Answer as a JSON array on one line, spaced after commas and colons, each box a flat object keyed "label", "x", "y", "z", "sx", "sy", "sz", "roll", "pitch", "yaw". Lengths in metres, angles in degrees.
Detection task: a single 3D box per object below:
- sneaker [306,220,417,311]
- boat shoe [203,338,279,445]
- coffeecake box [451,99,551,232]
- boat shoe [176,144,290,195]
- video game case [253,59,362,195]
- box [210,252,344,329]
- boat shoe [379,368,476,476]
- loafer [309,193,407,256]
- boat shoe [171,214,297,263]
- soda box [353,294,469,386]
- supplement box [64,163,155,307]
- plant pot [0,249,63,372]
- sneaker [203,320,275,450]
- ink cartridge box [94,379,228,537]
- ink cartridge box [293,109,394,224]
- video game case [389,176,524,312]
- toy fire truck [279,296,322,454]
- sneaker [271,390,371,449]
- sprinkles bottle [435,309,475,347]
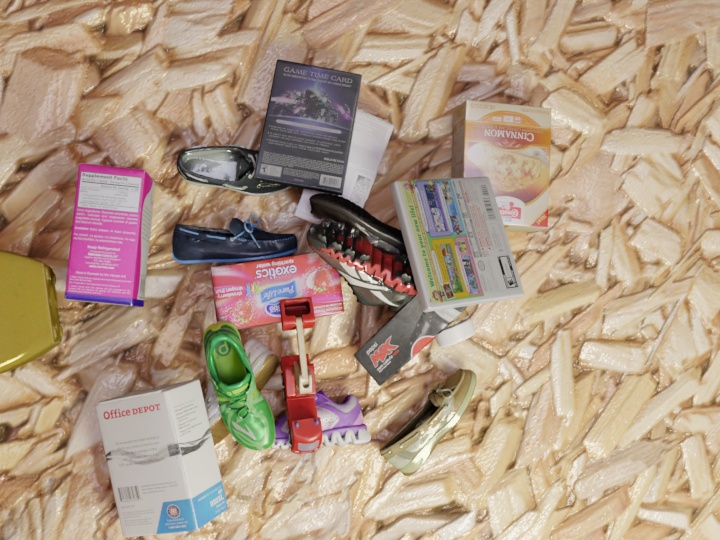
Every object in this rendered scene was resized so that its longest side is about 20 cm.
[{"label": "sneaker", "x": 0.000, "y": 0.000, "z": 1.051, "sx": 0.198, "sy": 0.071, "sz": 0.098, "roll": 26, "pitch": 128, "yaw": -14}, {"label": "boat shoe", "x": -0.211, "y": 0.195, "z": 1.100, "sx": 0.069, "sy": 0.071, "sz": 0.201, "roll": 39, "pitch": 89, "yaw": 22}, {"label": "coffeecake box", "x": 0.235, "y": -0.172, "z": 1.182, "sx": 0.151, "sy": 0.073, "sz": 0.203, "roll": 3, "pitch": 87, "yaw": -9}, {"label": "boat shoe", "x": -0.193, "y": -0.161, "z": 1.122, "sx": 0.197, "sy": 0.060, "sz": 0.077, "roll": -3, "pitch": 86, "yaw": -9}, {"label": "video game case", "x": -0.081, "y": -0.229, "z": 1.112, "sx": 0.141, "sy": 0.019, "sz": 0.203, "roll": 10, "pitch": 77, "yaw": -2}, {"label": "box", "x": -0.130, "y": 0.032, "z": 1.102, "sx": 0.197, "sy": 0.095, "sz": 0.101, "roll": -8, "pitch": 88, "yaw": -9}, {"label": "boat shoe", "x": 0.113, "y": 0.236, "z": 1.141, "sx": 0.063, "sy": 0.073, "sz": 0.201, "roll": 38, "pitch": 89, "yaw": -9}, {"label": "loafer", "x": 0.001, "y": -0.052, "z": 1.092, "sx": 0.198, "sy": 0.073, "sz": 0.072, "roll": 30, "pitch": 105, "yaw": -4}, {"label": "boat shoe", "x": -0.198, "y": -0.050, "z": 1.102, "sx": 0.197, "sy": 0.084, "sz": 0.070, "roll": -5, "pitch": 99, "yaw": -11}, {"label": "soda box", "x": 0.084, "y": 0.089, "z": 1.106, "sx": 0.071, "sy": 0.063, "sz": 0.200, "roll": 47, "pitch": 106, "yaw": 7}, {"label": "supplement box", "x": -0.377, "y": -0.051, "z": 1.067, "sx": 0.102, "sy": 0.101, "sz": 0.203, "roll": 6, "pitch": 85, "yaw": -7}, {"label": "plant pot", "x": -0.539, "y": 0.060, "z": 0.997, "sx": 0.197, "sy": 0.194, "sz": 0.199, "roll": -9, "pitch": 88, "yaw": -18}, {"label": "sneaker", "x": -0.182, "y": 0.175, "z": 1.014, "sx": 0.073, "sy": 0.084, "sz": 0.202, "roll": -22, "pitch": 99, "yaw": -5}, {"label": "ink cartridge box", "x": -0.295, "y": 0.276, "z": 1.038, "sx": 0.143, "sy": 0.083, "sz": 0.203, "roll": -14, "pitch": 89, "yaw": 25}, {"label": "ink cartridge box", "x": -0.030, "y": -0.163, "z": 1.153, "sx": 0.108, "sy": 0.050, "sz": 0.203, "roll": 21, "pitch": 85, "yaw": -7}, {"label": "video game case", "x": 0.147, "y": -0.045, "z": 1.064, "sx": 0.180, "sy": 0.022, "sz": 0.203, "roll": -6, "pitch": 74, "yaw": -28}, {"label": "toy fire truck", "x": -0.087, "y": 0.157, "z": 1.031, "sx": 0.048, "sy": 0.141, "sz": 0.203, "roll": -5, "pitch": 65, "yaw": -12}, {"label": "sneaker", "x": -0.083, "y": 0.237, "z": 1.111, "sx": 0.197, "sy": 0.080, "sz": 0.090, "roll": -2, "pitch": 80, "yaw": -14}, {"label": "sprinkles bottle", "x": 0.125, "y": 0.021, "z": 1.155, "sx": 0.067, "sy": 0.068, "sz": 0.203, "roll": -21, "pitch": 90, "yaw": -9}]
